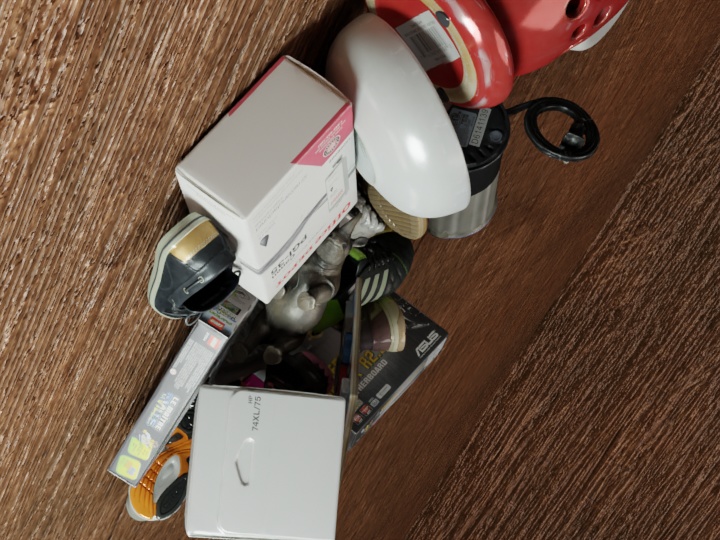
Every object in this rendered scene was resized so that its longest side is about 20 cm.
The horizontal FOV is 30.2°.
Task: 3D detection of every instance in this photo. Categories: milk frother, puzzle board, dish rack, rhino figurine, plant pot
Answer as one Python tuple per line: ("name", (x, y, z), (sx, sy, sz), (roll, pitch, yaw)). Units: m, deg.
("milk frother", (0.166, -0.130, 1.609), (0.181, 0.200, 0.188), (-53, 166, -18))
("puzzle board", (-0.018, 0.126, 1.439), (0.200, 0.017, 0.151), (101, -7, -52))
("dish rack", (-0.101, 0.039, 1.472), (0.172, 0.044, 0.200), (-58, 165, 19))
("rhino figurine", (-0.053, 0.014, 1.344), (0.200, 0.060, 0.087), (-55, 173, 27))
("plant pot", (0.111, -0.260, 1.173), (0.182, 0.200, 0.200), (-40, 162, -17))

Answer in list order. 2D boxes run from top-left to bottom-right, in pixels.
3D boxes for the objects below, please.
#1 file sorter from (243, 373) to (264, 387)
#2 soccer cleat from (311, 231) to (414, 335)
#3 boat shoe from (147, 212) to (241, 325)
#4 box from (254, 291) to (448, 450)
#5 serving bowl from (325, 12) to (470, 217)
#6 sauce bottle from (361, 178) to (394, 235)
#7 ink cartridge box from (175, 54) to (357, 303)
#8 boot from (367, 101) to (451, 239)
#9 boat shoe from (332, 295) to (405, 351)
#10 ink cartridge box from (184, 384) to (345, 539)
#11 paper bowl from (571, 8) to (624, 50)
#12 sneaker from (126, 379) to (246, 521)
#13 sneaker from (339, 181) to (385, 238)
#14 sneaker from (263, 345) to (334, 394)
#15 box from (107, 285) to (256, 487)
("file sorter", (-0.068, 0.184, 1.716), (0.200, 0.139, 0.125), (-39, 162, -43))
("soccer cleat", (0.000, 0.000, 1.485), (0.200, 0.068, 0.081), (-36, 155, -41))
("boat shoe", (-0.147, 0.011, 1.202), (0.075, 0.062, 0.200), (-43, 173, -20))
("box", (-0.010, 0.103, 1.665), (0.200, 0.158, 0.048), (-43, 164, -33))
("serving bowl", (0.021, -0.130, 1.211), (0.066, 0.200, 0.200), (-28, 160, -9))
("sauce bottle", (0.034, -0.066, 1.610), (0.066, 0.066, 0.200), (-49, 166, -17))
("ink cartridge box", (-0.077, -0.077, 1.205), (0.147, 0.083, 0.200), (-49, 164, -16))
("boot", (0.072, -0.149, 1.437), (0.166, 0.072, 0.200), (-50, 142, -29))
("boat shoe", (-0.011, 0.043, 1.568), (0.065, 0.200, 0.072), (-5, 113, -23))
("ink cartridge box", (-0.102, 0.201, 1.365), (0.200, 0.146, 0.147), (129, -34, -78))
("paper bowl", (0.265, -0.348, 1.608), (0.201, 0.104, 0.201), (-48, 163, -20))
("sneaker", (-0.201, 0.201, 1.509), (0.200, 0.076, 0.092), (-48, -174, -30))
("sneaker", (-0.031, -0.057, 1.444), (0.081, 0.075, 0.200), (-37, 170, 12))
("sneaker", (-0.087, 0.152, 1.517), (0.095, 0.079, 0.200), (-46, 157, -27))
("box", (-0.178, 0.113, 1.340), (0.200, 0.035, 0.110), (-57, -178, 22))
